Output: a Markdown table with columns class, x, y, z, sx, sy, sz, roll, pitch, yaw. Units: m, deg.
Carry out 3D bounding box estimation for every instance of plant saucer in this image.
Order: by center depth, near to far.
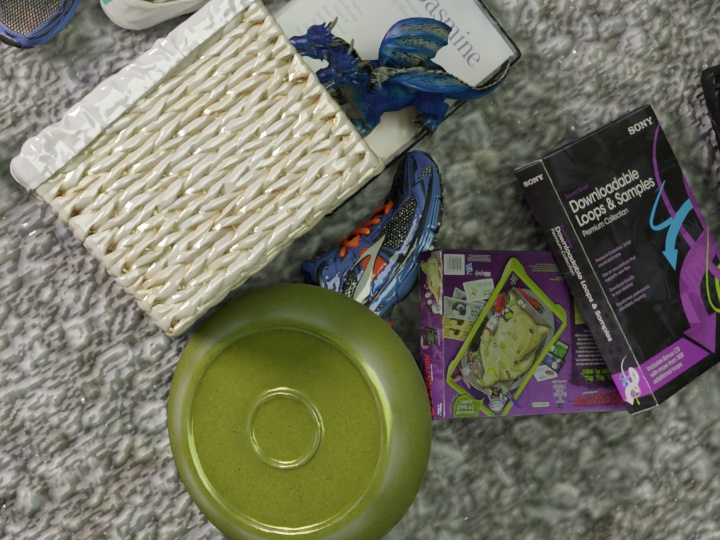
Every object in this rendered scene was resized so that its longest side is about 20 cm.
| class | x | y | z | sx | sy | sz | roll | pitch | yaw |
| --- | --- | --- | --- | --- | --- | --- | --- | --- | --- |
| plant saucer | -0.049 | 0.111 | 1.358 | 0.199 | 0.031 | 0.201 | 2 | 96 | 17 |

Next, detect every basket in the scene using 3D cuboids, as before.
| class | x | y | z | sx | sy | sz | roll | pitch | yaw |
| --- | --- | --- | --- | --- | --- | --- | --- | --- | --- |
| basket | -0.114 | -0.073 | 1.315 | 0.200 | 0.198 | 0.161 | -39 | 97 | -5 |

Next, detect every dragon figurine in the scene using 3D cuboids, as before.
| class | x | y | z | sx | sy | sz | roll | pitch | yaw |
| --- | --- | --- | --- | --- | --- | --- | --- | --- | --- |
| dragon figurine | 0.039 | -0.141 | 1.384 | 0.199 | 0.099 | 0.059 | -5 | 67 | -21 |

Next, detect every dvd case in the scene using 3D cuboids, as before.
| class | x | y | z | sx | sy | sz | roll | pitch | yaw |
| --- | --- | --- | --- | --- | --- | --- | --- | --- | --- |
| dvd case | 0.005 | -0.156 | 1.447 | 0.200 | 0.018 | 0.143 | -40 | 95 | -13 |

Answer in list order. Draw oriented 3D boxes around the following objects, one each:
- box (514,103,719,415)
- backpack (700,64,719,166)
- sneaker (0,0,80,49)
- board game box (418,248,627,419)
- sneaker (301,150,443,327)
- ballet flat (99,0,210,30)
| class | x | y | z | sx | sy | sz | roll | pitch | yaw |
| --- | --- | --- | --- | --- | --- | --- | --- | --- | --- |
| box | 0.209 | -0.012 | 1.445 | 0.143 | 0.036 | 0.200 | -28 | 92 | -41 |
| backpack | 0.342 | -0.054 | 1.452 | 0.153 | 0.163 | 0.201 | 1 | 92 | -28 |
| sneaker | -0.211 | -0.252 | 1.372 | 0.075 | 0.078 | 0.201 | 24 | 81 | -10 |
| board game box | 0.123 | 0.046 | 1.410 | 0.200 | 0.032 | 0.120 | 2 | 82 | -41 |
| sneaker | 0.000 | 0.000 | 1.400 | 0.078 | 0.075 | 0.200 | 26 | 79 | -7 |
| ballet flat | -0.094 | -0.229 | 1.405 | 0.200 | 0.069 | 0.070 | -24 | 92 | -14 |
